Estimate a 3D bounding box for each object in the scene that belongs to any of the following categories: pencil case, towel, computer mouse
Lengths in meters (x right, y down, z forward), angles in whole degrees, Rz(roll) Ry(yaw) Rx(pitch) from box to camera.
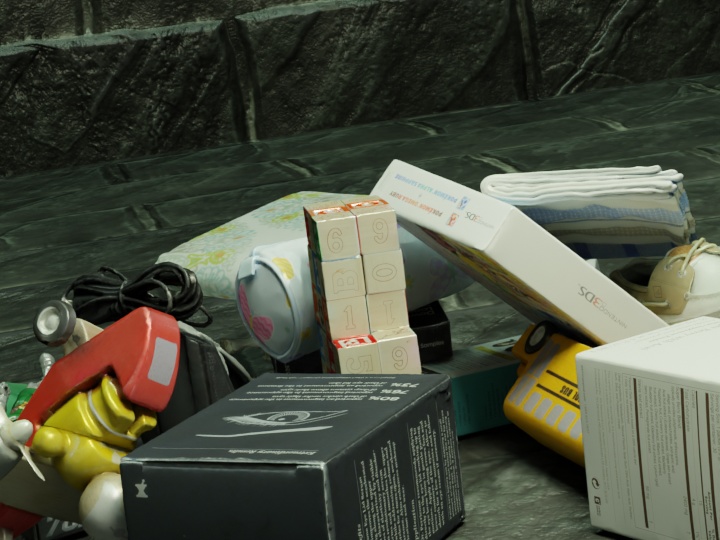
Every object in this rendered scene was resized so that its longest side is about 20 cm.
[{"bbox_3d":[0.000,0.000,1.587,0.200,0.091,0.083,-23,17,-34],"label":"pencil case"},{"bbox_3d":[0.176,-0.038,1.533,0.146,0.024,0.200,-2,-14,13],"label":"towel"},{"bbox_3d":[-0.132,0.092,1.419,0.138,0.200,0.053,-7,27,45],"label":"computer mouse"},{"bbox_3d":[-0.050,-0.019,1.742,0.171,0.048,0.200,3,21,41],"label":"towel"}]

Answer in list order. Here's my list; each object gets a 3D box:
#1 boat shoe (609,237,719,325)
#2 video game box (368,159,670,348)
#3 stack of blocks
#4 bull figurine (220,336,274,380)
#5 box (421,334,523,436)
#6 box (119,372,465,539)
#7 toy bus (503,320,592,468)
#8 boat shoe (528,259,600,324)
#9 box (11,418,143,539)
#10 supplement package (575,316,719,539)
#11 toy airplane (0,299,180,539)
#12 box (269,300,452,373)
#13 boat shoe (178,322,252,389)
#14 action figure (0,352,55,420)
[{"bbox_3d":[0.248,0.015,1.522,0.075,0.069,0.200,-26,2,-31],"label":"boat shoe"},{"bbox_3d":[0.123,0.000,1.511,0.200,0.047,0.182,35,-2,-30],"label":"video game box"},{"bbox_3d":[0.005,0.054,1.464,0.058,0.201,0.115,-8,10,-8],"label":"stack of blocks"},{"bbox_3d":[-0.042,0.075,1.749,0.121,0.065,0.200,-17,12,-27],"label":"bull figurine"},{"bbox_3d":[0.122,0.086,1.618,0.199,0.049,0.082,-12,11,-23],"label":"box"},{"bbox_3d":[-0.039,0.140,1.307,0.147,0.105,0.200,-1,13,27],"label":"box"},{"bbox_3d":[0.162,0.096,1.447,0.065,0.078,0.200,36,-4,-21],"label":"toy bus"},{"bbox_3d":[0.181,0.032,1.835,0.065,0.074,0.200,-10,0,12],"label":"boat shoe"},{"bbox_3d":[-0.209,0.144,1.544,0.199,0.050,0.198,-15,12,-35],"label":"box"},{"bbox_3d":[0.245,0.106,1.257,0.121,0.120,0.200,-14,13,-34],"label":"supplement package"},{"bbox_3d":[-0.194,0.135,1.316,0.200,0.200,0.141,-24,46,-29],"label":"toy airplane"},{"bbox_3d":[-0.011,0.037,1.681,0.142,0.036,0.200,-10,17,-5],"label":"box"},{"bbox_3d":[-0.137,0.079,1.638,0.068,0.072,0.200,16,-18,21],"label":"boat shoe"},{"bbox_3d":[-0.270,0.118,1.711,0.118,0.055,0.200,-3,16,8],"label":"action figure"}]
